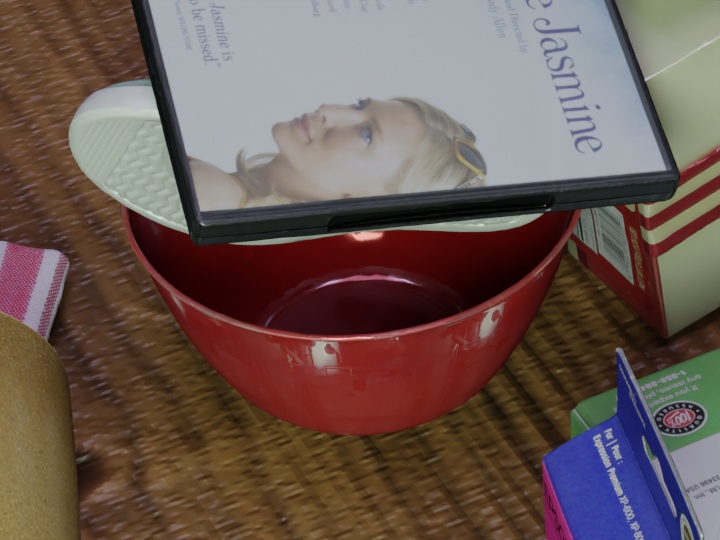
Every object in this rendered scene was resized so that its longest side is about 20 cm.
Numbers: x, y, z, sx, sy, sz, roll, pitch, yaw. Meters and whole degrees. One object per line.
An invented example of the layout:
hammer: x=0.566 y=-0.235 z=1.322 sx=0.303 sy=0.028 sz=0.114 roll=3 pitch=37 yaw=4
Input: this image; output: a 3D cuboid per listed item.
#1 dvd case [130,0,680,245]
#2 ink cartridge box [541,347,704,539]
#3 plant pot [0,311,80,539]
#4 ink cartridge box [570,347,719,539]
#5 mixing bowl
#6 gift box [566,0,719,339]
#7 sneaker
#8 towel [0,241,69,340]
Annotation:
dvd case: x=0.016 y=-0.079 z=1.038 sx=0.200 sy=0.018 sz=0.143 roll=-6 pitch=56 yaw=-16
ink cartridge box: x=0.094 y=0.132 z=0.917 sx=0.037 sy=0.200 sz=0.095 roll=-10 pitch=41 yaw=-8
plant pot: x=-0.178 y=0.141 z=0.961 sx=0.186 sy=0.187 sz=0.200 roll=-13 pitch=55 yaw=-10
ink cartridge box: x=0.192 y=0.117 z=1.013 sx=0.145 sy=0.084 sz=0.200 roll=-20 pitch=44 yaw=-17
mixing bowl: x=0.000 y=0.000 z=1.140 sx=0.200 sy=0.109 sz=0.200 roll=-3 pitch=41 yaw=2
gift box: x=0.169 y=-0.094 z=1.189 sx=0.187 sy=0.185 sz=0.200 roll=-31 pitch=51 yaw=-16
sneaker: x=-0.021 y=-0.076 z=1.089 sx=0.200 sy=0.074 sz=0.118 roll=3 pitch=48 yaw=-7
towel: x=-0.241 y=0.036 z=1.182 sx=0.200 sy=0.030 sz=0.147 roll=5 pitch=42 yaw=6
